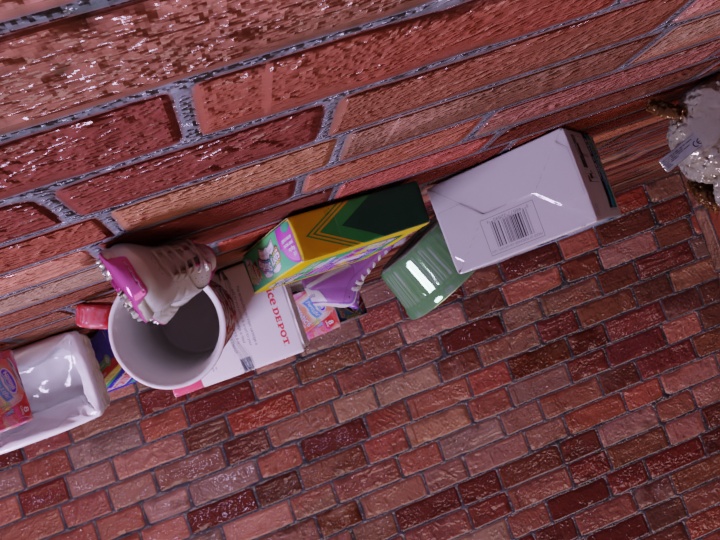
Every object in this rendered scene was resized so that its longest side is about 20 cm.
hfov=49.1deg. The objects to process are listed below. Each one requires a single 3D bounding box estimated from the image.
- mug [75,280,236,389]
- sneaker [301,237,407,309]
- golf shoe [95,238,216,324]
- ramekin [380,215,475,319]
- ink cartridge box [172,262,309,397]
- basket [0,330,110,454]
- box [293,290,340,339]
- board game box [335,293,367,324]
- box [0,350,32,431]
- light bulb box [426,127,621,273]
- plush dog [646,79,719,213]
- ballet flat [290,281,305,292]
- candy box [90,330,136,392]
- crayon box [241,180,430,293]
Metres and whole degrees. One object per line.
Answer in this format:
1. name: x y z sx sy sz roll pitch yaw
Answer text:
1. mug: -0.235 0.051 0.973 0.134 0.177 0.200 -56 -179 -1
2. sneaker: 0.000 0.000 1.318 0.198 0.116 0.073 -21 175 -8
3. golf shoe: -0.180 -0.002 0.719 0.091 0.076 0.200 -35 -179 -8
4. ramekin: 0.127 -0.020 1.354 0.200 0.098 0.200 -44 -176 4
5. ink cartridge box: -0.188 0.076 1.135 0.198 0.147 0.084 -20 178 2
6. basket: -0.495 0.184 1.199 0.198 0.137 0.123 -20 -179 -8
7. box: -0.108 0.068 1.572 0.102 0.096 0.200 -22 -170 -5
8. board game box: -0.048 0.061 1.890 0.034 0.128 0.200 -21 176 20
9. box: -0.553 0.190 1.054 0.198 0.104 0.094 -22 176 22
10. light bulb box: 0.227 -0.093 1.067 0.197 0.126 0.199 -22 175 28
11. plush dog: 0.450 -0.172 1.020 0.159 0.203 0.171 14 179 21
12. ballet flat: -0.154 0.025 1.479 0.198 0.047 0.067 -16 -162 28
13. candy box: -0.381 0.137 1.377 0.199 0.078 0.169 -16 164 -46
14. crayon box: -0.037 -0.038 0.967 0.171 0.059 0.200 -17 175 -26
